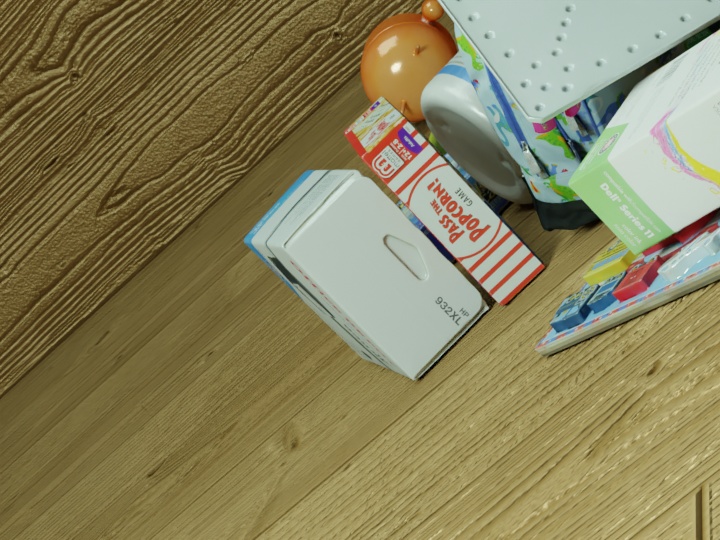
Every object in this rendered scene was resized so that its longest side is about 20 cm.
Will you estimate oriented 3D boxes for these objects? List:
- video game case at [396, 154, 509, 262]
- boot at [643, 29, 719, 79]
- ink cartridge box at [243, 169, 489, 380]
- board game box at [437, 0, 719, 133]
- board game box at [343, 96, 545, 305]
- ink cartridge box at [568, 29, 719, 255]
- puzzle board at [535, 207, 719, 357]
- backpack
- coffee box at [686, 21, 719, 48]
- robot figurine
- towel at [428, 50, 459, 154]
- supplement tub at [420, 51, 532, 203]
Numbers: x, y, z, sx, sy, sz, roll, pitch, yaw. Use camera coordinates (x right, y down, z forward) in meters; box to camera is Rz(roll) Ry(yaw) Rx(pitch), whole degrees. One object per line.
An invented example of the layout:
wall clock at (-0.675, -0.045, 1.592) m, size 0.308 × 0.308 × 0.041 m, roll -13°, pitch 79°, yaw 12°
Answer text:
video game case at (0.093, -0.075, 2.013) m, size 0.200 × 0.045 × 0.181 m, roll -46°, pitch 8°, yaw -12°
boot at (0.254, -0.153, 1.540) m, size 0.144 × 0.071 × 0.201 m, roll -16°, pitch 37°, yaw 50°
ink cartridge box at (0.000, 0.000, 1.765) m, size 0.084 × 0.145 × 0.200 m, roll -46°, pitch 9°, yaw -6°
board game box at (0.151, -0.203, 1.510) m, size 0.200 × 0.200 × 0.026 m, roll -30°, pitch -36°, yaw -4°
board game box at (0.060, -0.056, 1.742) m, size 0.046 × 0.152 × 0.200 m, roll -43°, pitch 8°, yaw 3°
ink cartridge box at (0.228, -0.100, 1.368) m, size 0.200 × 0.067 × 0.117 m, roll -33°, pitch 14°, yaw 47°
puzzle board at (0.198, -0.025, 1.421) m, size 0.151 × 0.017 × 0.200 m, roll -50°, pitch 11°, yaw -32°
backpack at (0.150, -0.151, 1.617) m, size 0.163 × 0.200 × 0.154 m, roll -47°, pitch 20°, yaw -25°
coffee box at (0.320, -0.243, 1.773) m, size 0.200 × 0.044 × 0.123 m, roll -46°, pitch 8°, yaw -16°
robot figurine at (0.057, -0.232, 2.658) m, size 0.144 × 0.117 × 0.200 m, roll -32°, pitch 10°, yaw 8°
towel at (0.101, -0.183, 1.920) m, size 0.086 × 0.018 × 0.200 m, roll -29°, pitch -33°, yaw -42°
supplement tub at (0.157, -0.164, 1.863) m, size 0.200 × 0.132 × 0.132 m, roll -47°, pitch 10°, yaw -13°
